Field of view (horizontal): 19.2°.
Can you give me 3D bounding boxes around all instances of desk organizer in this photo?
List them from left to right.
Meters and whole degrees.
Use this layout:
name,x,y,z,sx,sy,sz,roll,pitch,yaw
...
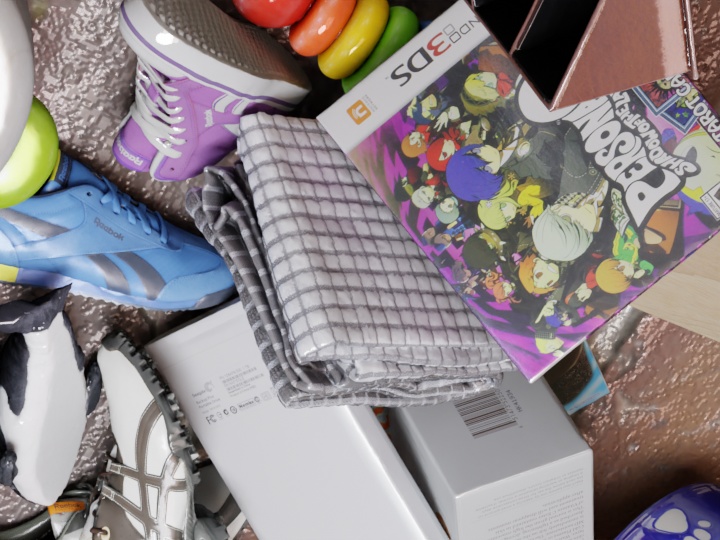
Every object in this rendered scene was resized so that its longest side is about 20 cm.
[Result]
name,x,y,z,sx,sy,sz,roll,pitch,yaw
desk organizer,0.098,-0.159,1.096,0.077,0.200,0.072,-16,122,-7

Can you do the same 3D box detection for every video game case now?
name,x,y,z,sx,sy,sz,roll,pitch,yaw
video game case,0.105,-0.068,1.224,0.181,0.036,0.200,-39,88,6

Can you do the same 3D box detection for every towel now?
name,x,y,z,sx,sy,sz,roll,pitch,yaw
towel,0.000,0.000,1.296,0.200,0.166,0.086,1,151,-46

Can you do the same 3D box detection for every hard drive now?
name,x,y,z,sx,sy,sz,roll,pitch,yaw
hard drive,-0.042,0.111,1.365,0.132,0.027,0.200,-25,98,41

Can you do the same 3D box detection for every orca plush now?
name,x,y,z,sx,sy,sz,roll,pitch,yaw
orca plush,-0.222,0.072,1.341,0.105,0.071,0.200,-57,162,-23

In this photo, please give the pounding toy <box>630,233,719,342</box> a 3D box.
name,x,y,z,sx,sy,sz,roll,pitch,yaw
pounding toy,0.178,-0.078,1.349,0.184,0.200,0.142,21,110,-41

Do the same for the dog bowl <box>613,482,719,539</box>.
name,x,y,z,sx,sy,sz,roll,pitch,yaw
dog bowl,0.229,0.255,1.541,0.200,0.079,0.200,-31,141,-29

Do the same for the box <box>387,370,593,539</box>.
name,x,y,z,sx,sy,sz,roll,pitch,yaw
box,0.088,0.162,1.420,0.097,0.124,0.200,-17,133,-13

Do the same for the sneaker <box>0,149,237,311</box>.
name,x,y,z,sx,sy,sz,roll,pitch,yaw
sneaker,-0.161,-0.027,1.319,0.200,0.066,0.079,11,110,-23

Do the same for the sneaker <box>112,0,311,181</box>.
name,x,y,z,sx,sy,sz,roll,pitch,yaw
sneaker,-0.109,-0.099,1.246,0.114,0.073,0.200,-38,160,12

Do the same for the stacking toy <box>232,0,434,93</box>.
name,x,y,z,sx,sy,sz,roll,pitch,yaw
stacking toy,0.010,-0.135,1.280,0.200,0.085,0.085,34,103,-17

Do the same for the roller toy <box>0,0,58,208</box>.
name,x,y,z,sx,sy,sz,roll,pitch,yaw
roller toy,-0.274,-0.124,1.186,0.182,0.140,0.200,-14,112,-4

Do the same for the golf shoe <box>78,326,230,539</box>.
name,x,y,z,sx,sy,sz,roll,pitch,yaw
golf shoe,-0.143,0.139,1.357,0.094,0.078,0.200,-20,95,-5

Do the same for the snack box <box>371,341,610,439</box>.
name,x,y,z,sx,sy,sz,roll,pitch,yaw
snack box,0.061,0.083,1.465,0.200,0.037,0.116,-29,124,-1

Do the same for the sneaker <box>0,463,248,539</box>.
name,x,y,z,sx,sy,sz,roll,pitch,yaw
sneaker,-0.159,0.173,1.423,0.200,0.074,0.079,-25,118,-4
